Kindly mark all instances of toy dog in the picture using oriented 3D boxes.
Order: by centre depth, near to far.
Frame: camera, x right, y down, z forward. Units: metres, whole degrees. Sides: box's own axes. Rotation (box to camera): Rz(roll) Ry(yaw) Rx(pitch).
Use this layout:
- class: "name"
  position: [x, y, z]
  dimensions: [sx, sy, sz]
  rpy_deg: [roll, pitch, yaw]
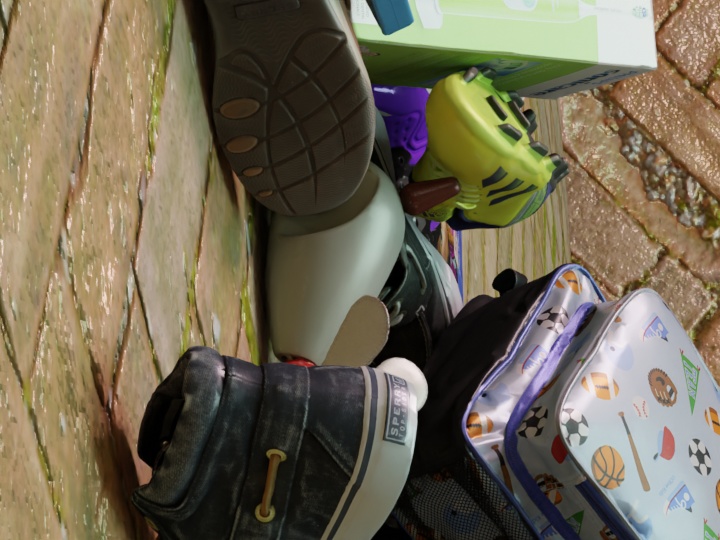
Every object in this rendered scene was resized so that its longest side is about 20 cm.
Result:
- class: "toy dog"
  position: [0.002, 0.021, 1.374]
  dimensions: [0.132, 0.096, 0.201]
  rpy_deg: [24, 61, -80]

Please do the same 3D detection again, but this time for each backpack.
- class: "backpack"
  position: [0.115, 0.112, 1.491]
  dimensions: [0.191, 0.154, 0.200]
  rpy_deg: [59, 45, -20]

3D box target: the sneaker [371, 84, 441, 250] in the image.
- class: "sneaker"
  position: [0.014, -0.045, 1.575]
  dimensions: [0.200, 0.069, 0.100]
  rpy_deg: [62, 25, -68]

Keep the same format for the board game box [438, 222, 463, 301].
- class: "board game box"
  position: [0.033, -0.039, 1.809]
  dimensions: [0.200, 0.041, 0.201]
  rpy_deg: [69, 18, -63]

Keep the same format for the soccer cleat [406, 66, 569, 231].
- class: "soccer cleat"
  position: [0.056, -0.051, 1.453]
  dimensions: [0.065, 0.084, 0.200]
  rpy_deg: [57, 6, 10]

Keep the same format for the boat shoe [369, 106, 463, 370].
- class: "boat shoe"
  position: [0.000, 0.000, 1.517]
  dimensions: [0.071, 0.072, 0.200]
  rpy_deg: [-74, 148, -47]

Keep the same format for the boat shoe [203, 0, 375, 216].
- class: "boat shoe"
  position: [-0.035, -0.116, 1.287]
  dimensions: [0.072, 0.075, 0.201]
  rpy_deg: [-88, 171, -52]

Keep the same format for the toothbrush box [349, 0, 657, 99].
- class: "toothbrush box"
  position: [0.045, -0.169, 1.433]
  dimensions: [0.086, 0.199, 0.146]
  rpy_deg: [-15, -102, 53]

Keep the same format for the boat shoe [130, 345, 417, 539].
- class: "boat shoe"
  position: [-0.050, 0.096, 1.098]
  dimensions: [0.201, 0.091, 0.071]
  rpy_deg: [116, -17, -46]

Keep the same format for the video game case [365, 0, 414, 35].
- class: "video game case"
  position: [-0.033, -0.218, 1.283]
  dimensions: [0.143, 0.018, 0.200]
  rpy_deg: [68, -4, -65]
